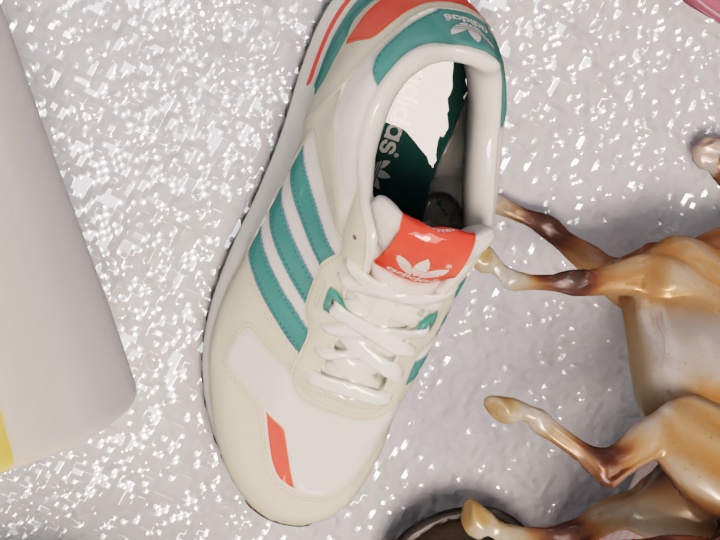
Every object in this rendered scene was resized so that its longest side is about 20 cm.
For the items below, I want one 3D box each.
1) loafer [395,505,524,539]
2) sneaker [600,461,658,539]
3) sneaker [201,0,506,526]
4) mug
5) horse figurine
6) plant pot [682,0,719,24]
[{"bbox_3d":[0.064,0.178,1.057,0.073,0.071,0.201,-23,111,-7],"label":"loafer"},{"bbox_3d":[0.140,0.138,1.064,0.105,0.075,0.201,-63,140,-28],"label":"sneaker"},{"bbox_3d":[0.000,0.000,0.974,0.070,0.093,0.201,13,102,-18],"label":"sneaker"},{"bbox_3d":[-0.158,-0.014,0.889,0.148,0.187,0.154,-9,101,8],"label":"mug"},{"bbox_3d":[0.098,0.036,0.988,0.132,0.201,0.050,9,142,-16],"label":"horse figurine"},{"bbox_3d":[0.180,-0.155,0.930,0.199,0.179,0.201,-5,109,-14],"label":"plant pot"}]
